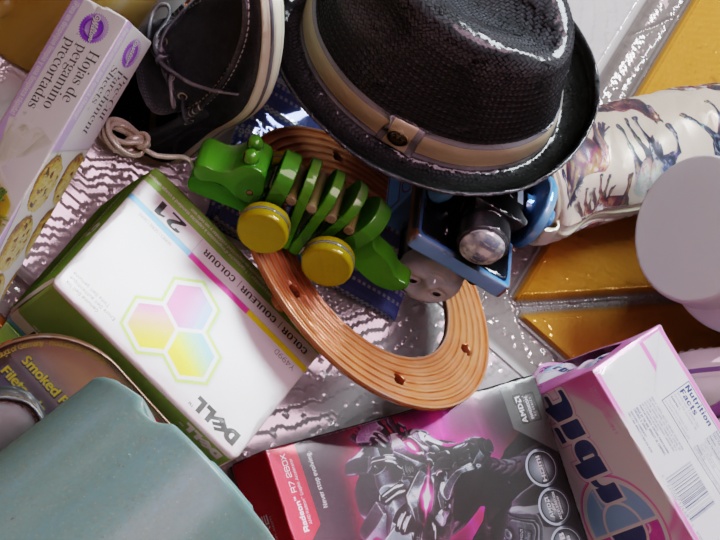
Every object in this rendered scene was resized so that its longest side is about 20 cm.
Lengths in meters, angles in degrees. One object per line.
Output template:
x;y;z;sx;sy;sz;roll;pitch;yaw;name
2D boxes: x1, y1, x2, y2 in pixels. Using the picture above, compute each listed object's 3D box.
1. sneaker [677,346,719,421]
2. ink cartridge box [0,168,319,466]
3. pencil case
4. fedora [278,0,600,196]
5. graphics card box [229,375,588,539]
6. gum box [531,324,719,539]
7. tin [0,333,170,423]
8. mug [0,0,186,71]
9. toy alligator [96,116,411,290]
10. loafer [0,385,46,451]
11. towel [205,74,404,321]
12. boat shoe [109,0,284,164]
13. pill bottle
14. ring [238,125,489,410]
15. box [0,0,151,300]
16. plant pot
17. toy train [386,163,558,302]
0.281;0.119;1.708;0.200;0.073;0.115;17;69;-24;sneaker
-0.136;0.067;1.470;0.148;0.076;0.200;45;55;-10;ink cartridge box
0.176;-0.068;1.705;0.200;0.078;0.090;-14;57;-34;pencil case
0.051;-0.141;1.462;0.200;0.092;0.201;8;58;-14;fedora
0.034;0.147;1.553;0.200;0.051;0.126;-13;81;-31;graphics card box
0.178;0.137;1.610;0.066;0.113;0.200;-31;90;-34;gum box
-0.142;0.121;1.425;0.112;0.042;0.200;-41;98;2;tin
-0.151;-0.190;1.508;0.149;0.153;0.187;29;61;-20;mug
-0.051;-0.050;1.471;0.200;0.054;0.059;28;41;-10;toy alligator
-0.251;0.117;1.350;0.200;0.072;0.073;-26;94;-15;loafer
-0.013;-0.085;1.636;0.145;0.024;0.201;28;62;-23;towel
-0.096;-0.116;1.486;0.062;0.200;0.075;3;69;-26;boat shoe
0.270;-0.008;1.684;0.200;0.116;0.116;15;64;-49;pill bottle
0.000;0.000;1.555;0.200;0.019;0.201;32;37;-27;ring
-0.187;-0.056;1.450;0.039;0.041;0.200;28;84;21;box
-0.152;0.172;1.316;0.196;0.200;0.200;-43;97;-16;plant pot
0.064;-0.064;1.568;0.087;0.114;0.200;27;41;-20;toy train
